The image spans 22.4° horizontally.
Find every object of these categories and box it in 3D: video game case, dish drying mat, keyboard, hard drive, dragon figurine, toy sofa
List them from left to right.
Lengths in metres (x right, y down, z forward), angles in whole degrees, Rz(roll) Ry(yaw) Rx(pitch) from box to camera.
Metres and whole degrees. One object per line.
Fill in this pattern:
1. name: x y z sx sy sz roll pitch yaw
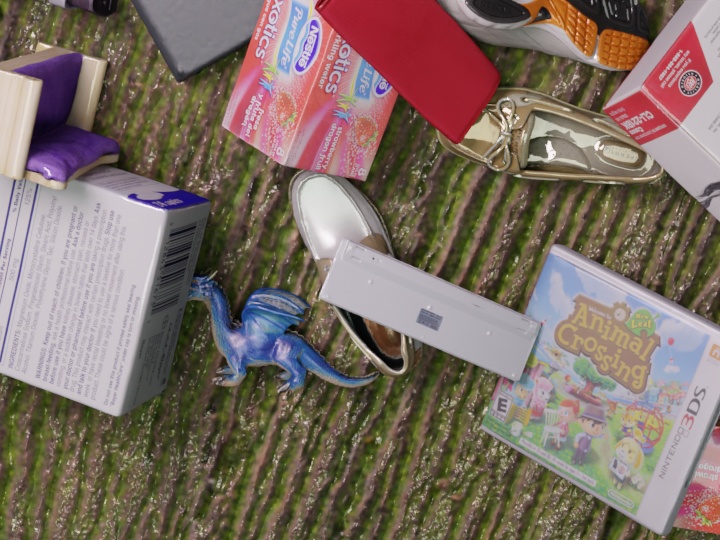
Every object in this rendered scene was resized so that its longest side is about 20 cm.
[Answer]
1. toy sofa: -0.257 -0.131 1.500 0.097 0.200 0.084 16 103 5
2. hard drive: -0.144 -0.281 1.545 0.139 0.033 0.201 -28 100 8
3. dragon figurine: -0.077 0.053 1.608 0.198 0.059 0.101 8 104 2
4. dish drying mat: 0.042 -0.186 1.480 0.077 0.018 0.200 -53 131 -4
5. keyboard: 0.062 0.035 1.569 0.198 0.011 0.057 23 94 -16
6. video game case: 0.216 0.101 1.574 0.199 0.022 0.184 29 106 31

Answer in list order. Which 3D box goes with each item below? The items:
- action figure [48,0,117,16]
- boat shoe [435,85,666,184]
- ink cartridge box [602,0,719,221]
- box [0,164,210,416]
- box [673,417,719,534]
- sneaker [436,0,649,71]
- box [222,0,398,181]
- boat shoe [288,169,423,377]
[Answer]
1. action figure: -0.307 -0.262 1.540 0.198 0.069 0.132 12 111 14
2. boat shoe: 0.163 -0.110 1.558 0.198 0.063 0.074 14 103 -1
3. ink cartridge box: 0.326 -0.126 1.512 0.200 0.084 0.145 42 73 -7
4. box: -0.252 0.000 1.555 0.198 0.105 0.186 19 104 14
5. box: 0.361 0.179 1.603 0.198 0.096 0.101 10 103 0
6. sneaker: 0.151 -0.216 1.536 0.198 0.092 0.077 17 80 -24
7. box: -0.022 -0.188 1.512 0.102 0.094 0.202 9 108 -45
8. boat shoe: 0.000 0.000 1.588 0.074 0.068 0.201 -29 100 8
